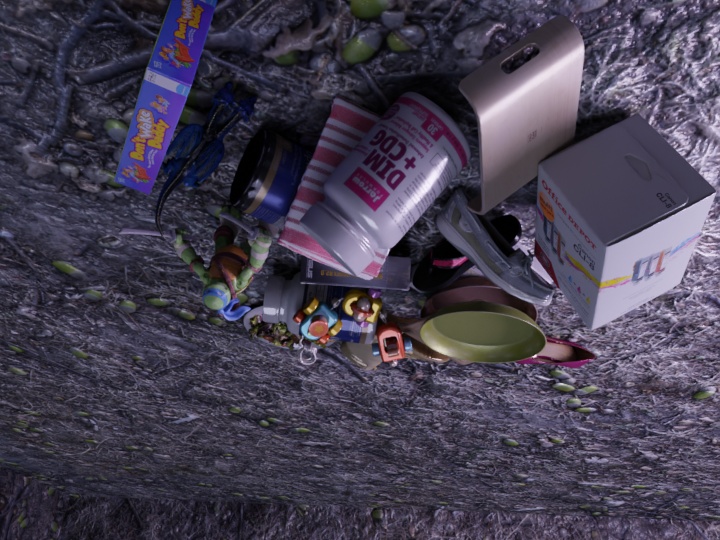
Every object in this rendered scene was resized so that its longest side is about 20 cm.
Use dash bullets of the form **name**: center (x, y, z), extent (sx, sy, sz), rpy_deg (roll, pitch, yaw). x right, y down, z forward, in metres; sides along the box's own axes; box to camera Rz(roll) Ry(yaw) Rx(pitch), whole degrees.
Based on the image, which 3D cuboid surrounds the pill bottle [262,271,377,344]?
- **pill bottle**: center (-0.069, 0.063, 1.134), extent (0.197, 0.112, 0.111), rpy_deg (8, 149, -3)

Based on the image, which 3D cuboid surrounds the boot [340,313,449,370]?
- **boot**: center (0.069, 0.157, 1.299), extent (0.197, 0.074, 0.156), rpy_deg (17, 146, -14)

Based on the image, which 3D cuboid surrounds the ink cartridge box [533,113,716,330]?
- **ink cartridge box**: center (0.315, -0.056, 0.803), extent (0.143, 0.146, 0.201), rpy_deg (-25, 145, -4)

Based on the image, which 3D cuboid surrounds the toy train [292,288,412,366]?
- **toy train**: center (-0.015, 0.108, 1.062), extent (0.197, 0.056, 0.153), rpy_deg (-6, 111, 2)

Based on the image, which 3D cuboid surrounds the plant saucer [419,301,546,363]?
- **plant saucer**: center (0.192, 0.096, 1.017), extent (0.197, 0.031, 0.201), rpy_deg (7, 153, 4)

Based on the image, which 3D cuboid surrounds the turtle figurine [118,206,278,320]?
- **turtle figurine**: center (-0.191, -0.052, 0.916), extent (0.143, 0.195, 0.201), rpy_deg (-29, 112, 24)

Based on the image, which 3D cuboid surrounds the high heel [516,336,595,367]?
- **high heel**: center (0.362, 0.148, 1.237), extent (0.198, 0.069, 0.095), rpy_deg (13, 161, -40)

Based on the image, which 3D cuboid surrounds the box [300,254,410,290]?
- **box**: center (0.000, 0.000, 0.993), extent (0.156, 0.049, 0.200), rpy_deg (4, -179, 4)

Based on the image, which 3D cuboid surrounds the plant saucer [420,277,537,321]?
- **plant saucer**: center (0.201, 0.065, 1.100), extent (0.197, 0.035, 0.201), rpy_deg (4, 149, 2)

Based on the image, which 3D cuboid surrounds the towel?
- **towel**: center (-0.008, -0.102, 0.824), extent (0.145, 0.202, 0.030), rpy_deg (21, -176, -24)

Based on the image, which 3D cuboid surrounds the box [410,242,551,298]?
- **box**: center (0.196, 0.010, 1.076), extent (0.199, 0.037, 0.144), rpy_deg (-23, 138, 40)

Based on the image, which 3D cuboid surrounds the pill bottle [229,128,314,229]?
- **pill bottle**: center (-0.067, -0.099, 0.875), extent (0.198, 0.113, 0.112), rpy_deg (23, 145, -26)

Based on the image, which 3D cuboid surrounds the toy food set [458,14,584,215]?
- **toy food set**: center (0.175, -0.168, 0.733), extent (0.143, 0.061, 0.201), rpy_deg (-35, 146, -10)

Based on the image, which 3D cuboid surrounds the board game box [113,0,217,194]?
- **board game box**: center (-0.221, -0.198, 0.722), extent (0.044, 0.136, 0.200), rpy_deg (19, 146, -21)

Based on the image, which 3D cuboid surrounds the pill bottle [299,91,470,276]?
- **pill bottle**: center (0.027, -0.099, 0.759), extent (0.113, 0.200, 0.113), rpy_deg (41, 176, 4)

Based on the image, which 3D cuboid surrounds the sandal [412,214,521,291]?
- **sandal**: center (0.152, -0.033, 0.985), extent (0.199, 0.076, 0.045), rpy_deg (-31, 136, 34)

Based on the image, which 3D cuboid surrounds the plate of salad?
- **plate of salad**: center (-0.142, 0.127, 1.312), extent (0.197, 0.049, 0.201), rpy_deg (4, 149, 3)

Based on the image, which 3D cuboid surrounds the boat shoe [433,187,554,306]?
- **boat shoe**: center (0.193, -0.030, 0.899), extent (0.065, 0.202, 0.074), rpy_deg (-54, 162, 23)

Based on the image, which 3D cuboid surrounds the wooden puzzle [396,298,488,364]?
- **wooden puzzle**: center (0.190, 0.105, 1.108), extent (0.198, 0.038, 0.184), rpy_deg (-19, 142, 42)

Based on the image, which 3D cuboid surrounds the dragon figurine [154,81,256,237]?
- **dragon figurine**: center (-0.203, -0.143, 0.790), extent (0.059, 0.201, 0.099), rpy_deg (37, 163, -16)
